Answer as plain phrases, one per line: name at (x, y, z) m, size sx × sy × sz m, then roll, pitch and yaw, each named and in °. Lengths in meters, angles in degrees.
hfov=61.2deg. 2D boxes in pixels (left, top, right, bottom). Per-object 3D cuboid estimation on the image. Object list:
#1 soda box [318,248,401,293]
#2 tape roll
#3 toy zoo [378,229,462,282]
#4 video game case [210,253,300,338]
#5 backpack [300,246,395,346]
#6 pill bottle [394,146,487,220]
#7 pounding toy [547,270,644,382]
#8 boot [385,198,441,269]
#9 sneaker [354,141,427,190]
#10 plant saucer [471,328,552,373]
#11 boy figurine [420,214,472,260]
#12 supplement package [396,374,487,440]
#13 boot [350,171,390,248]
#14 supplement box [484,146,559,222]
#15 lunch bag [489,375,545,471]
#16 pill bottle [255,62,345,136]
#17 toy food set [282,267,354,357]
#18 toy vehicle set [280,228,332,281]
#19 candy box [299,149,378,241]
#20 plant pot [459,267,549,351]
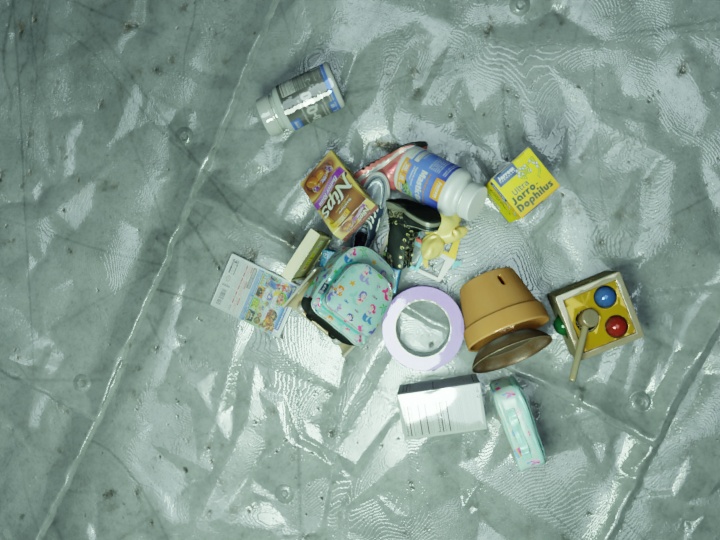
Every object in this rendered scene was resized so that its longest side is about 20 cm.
soda box at (0.000, 0.000, 1.491) m, size 0.197 × 0.068 × 0.065 m, roll 14°, pitch 95°, yaw 5°
tape roll at (0.152, 0.138, 1.481) m, size 0.196 × 0.066 × 0.204 m, roll 0°, pitch 91°, yaw 5°
toy zoo at (0.160, -0.060, 1.497) m, size 0.198 × 0.020 × 0.133 m, roll 24°, pitch 94°, yaw 4°
video game case at (-0.266, 0.064, 1.545) m, size 0.198 × 0.018 × 0.145 m, roll 25°, pitch 93°, yaw 5°
backpack at (-0.014, 0.047, 1.369) m, size 0.177 × 0.150 × 0.201 m, roll 40°, pitch 68°, yaw -19°
pill bottle at (0.183, -0.193, 1.381) m, size 0.199 × 0.112 × 0.113 m, roll 33°, pitch 95°, yaw 28°
pounding toy at (0.528, 0.124, 1.402) m, size 0.197 × 0.142 × 0.187 m, roll -22°, pitch 89°, yaw 6°
boot at (0.117, -0.073, 1.391) m, size 0.072 × 0.203 × 0.156 m, roll -6°, pitch 111°, yaw -24°
sneaker at (0.083, -0.245, 1.484) m, size 0.198 × 0.074 × 0.088 m, roll -27°, pitch 99°, yaw 13°
plant saucer at (0.345, 0.181, 1.409) m, size 0.198 × 0.201 × 0.037 m, roll -22°, pitch 65°, yaw 6°
boy figurine at (0.203, -0.111, 1.449) m, size 0.123 × 0.064 × 0.203 m, roll 22°, pitch 82°, yaw 4°
supplement package at (0.193, 0.326, 1.457) m, size 0.197 × 0.114 × 0.112 m, roll -10°, pitch 90°, yaw 7°
boot at (0.023, -0.129, 1.446) m, size 0.072 × 0.090 × 0.203 m, roll 13°, pitch 111°, yaw 4°
supplement box at (0.358, -0.188, 1.383) m, size 0.109 × 0.200 × 0.110 m, roll -40°, pitch 87°, yaw 6°
lunch bag at (0.368, 0.357, 1.416) m, size 0.076 × 0.160 × 0.203 m, roll -21°, pitch 89°, yaw 6°
pill bottle at (-0.145, -0.409, 1.472) m, size 0.197 × 0.114 × 0.115 m, roll -24°, pitch 89°, yaw 7°
toy food set at (-0.074, 0.103, 1.471) m, size 0.199 × 0.061 × 0.144 m, roll 39°, pitch 115°, yaw -8°
toy vehicle set at (-0.124, -0.036, 1.437) m, size 0.026 × 0.200 × 0.125 m, roll 34°, pitch 93°, yaw 4°
candy box at (-0.053, -0.179, 1.441) m, size 0.117 × 0.056 × 0.201 m, roll -44°, pitch 53°, yaw 13°
plant pot at (0.317, 0.086, 1.409) m, size 0.197 × 0.200 × 0.142 m, roll -22°, pitch 69°, yaw 6°
